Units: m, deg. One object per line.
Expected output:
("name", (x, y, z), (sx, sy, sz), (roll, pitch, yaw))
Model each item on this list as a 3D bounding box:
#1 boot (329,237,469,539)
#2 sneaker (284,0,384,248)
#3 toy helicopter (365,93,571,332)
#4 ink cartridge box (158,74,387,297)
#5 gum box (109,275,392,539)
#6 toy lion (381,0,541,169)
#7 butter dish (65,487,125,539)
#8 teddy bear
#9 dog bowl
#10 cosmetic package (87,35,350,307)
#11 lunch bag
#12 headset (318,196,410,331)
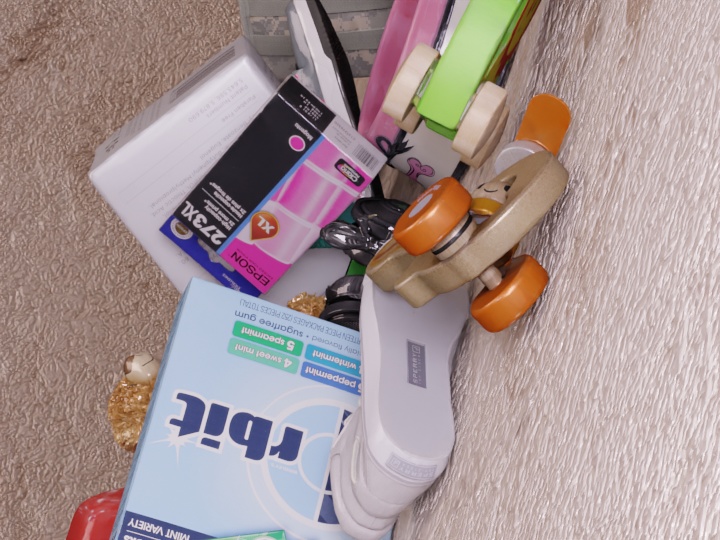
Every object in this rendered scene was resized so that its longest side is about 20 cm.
("boot", (0.015, 0.072, 1.375), (0.096, 0.073, 0.200), (-56, 17, 40))
("sneaker", (-0.059, -0.105, 1.703), (0.084, 0.120, 0.201), (14, -119, -80))
("toy helicopter", (0.059, -0.029, 1.276), (0.132, 0.079, 0.200), (-51, 12, -22))
("ink cartridge box", (-0.072, -0.050, 1.641), (0.200, 0.095, 0.037), (-45, 6, 42))
("gum box", (-0.057, 0.122, 1.422), (0.045, 0.169, 0.200), (123, 164, -60))
("toy lion", (0.089, -0.164, 1.376), (0.192, 0.069, 0.200), (-62, -4, 3))
("butter dish", (-0.147, 0.208, 1.669), (0.199, 0.199, 0.148), (140, 135, -76))
("teddy bear", (-0.104, 0.070, 1.697), (0.145, 0.199, 0.067), (-94, -12, -53))
("dog bowl", (0.058, -0.159, 1.623), (0.200, 0.074, 0.201), (-162, 90, -82))
("cosmetic package", (-0.099, -0.061, 1.831), (0.165, 0.200, 0.165), (-37, 10, 4))
("lunch bag", (-0.024, -0.270, 1.896), (0.118, 0.163, 0.201), (-84, -11, -59))
("headset", (0.000, 0.000, 1.579), (0.200, 0.094, 0.124), (147, 140, -77))
